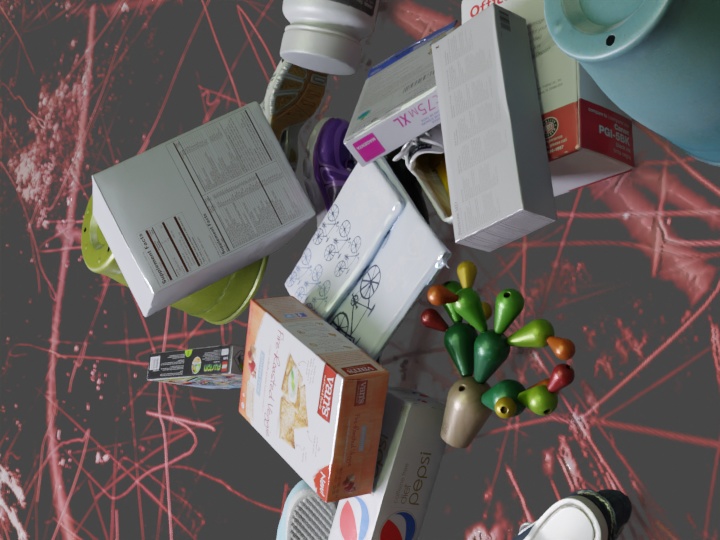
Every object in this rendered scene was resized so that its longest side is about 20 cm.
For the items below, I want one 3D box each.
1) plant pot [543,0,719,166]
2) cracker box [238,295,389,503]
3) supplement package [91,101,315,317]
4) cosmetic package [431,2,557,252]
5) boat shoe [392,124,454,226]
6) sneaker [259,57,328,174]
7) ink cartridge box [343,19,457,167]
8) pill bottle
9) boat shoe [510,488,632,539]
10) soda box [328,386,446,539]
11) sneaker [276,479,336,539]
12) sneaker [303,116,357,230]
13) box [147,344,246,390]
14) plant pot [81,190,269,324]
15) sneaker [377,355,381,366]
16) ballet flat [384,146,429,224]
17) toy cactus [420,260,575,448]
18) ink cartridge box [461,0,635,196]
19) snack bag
[{"bbox_3d":[0.251,-0.199,0.889,0.200,0.187,0.201,-19,65,48],"label":"plant pot"},{"bbox_3d":[-0.053,0.125,1.167,0.200,0.057,0.135,33,121,51],"label":"cracker box"},{"bbox_3d":[-0.186,-0.066,1.318,0.148,0.199,0.191,62,163,2],"label":"supplement package"},{"bbox_3d":[0.117,-0.125,1.020,0.082,0.050,0.201,-25,61,42],"label":"cosmetic package"},{"bbox_3d":[0.073,-0.119,1.183,0.075,0.086,0.203,-47,46,34],"label":"boat shoe"},{"bbox_3d":[-0.108,-0.201,1.459,0.088,0.075,0.201,36,108,51],"label":"sneaker"},{"bbox_3d":[0.053,-0.188,1.192,0.119,0.042,0.200,-28,25,22],"label":"ink cartridge box"},{"bbox_3d":[-0.029,-0.342,1.365,0.113,0.113,0.201,9,86,53],"label":"pill bottle"},{"bbox_3d":[0.155,0.247,0.980,0.075,0.062,0.200,54,132,27],"label":"boat shoe"},{"bbox_3d":[0.027,0.222,1.160,0.068,0.063,0.201,21,97,53],"label":"soda box"},{"bbox_3d":[-0.062,0.322,1.258,0.082,0.073,0.201,-111,34,-79],"label":"sneaker"},{"bbox_3d":[-0.007,-0.080,1.307,0.083,0.080,0.201,-17,75,34],"label":"sneaker"},{"bbox_3d":[-0.165,0.120,1.406,0.199,0.110,0.035,-10,71,52],"label":"box"},{"bbox_3d":[-0.250,-0.043,1.500,0.200,0.192,0.202,-20,64,49],"label":"plant pot"},{"bbox_3d":[-0.006,0.114,1.231,0.072,0.072,0.201,-34,57,39],"label":"sneaker"},{"bbox_3d":[0.040,-0.068,1.253,0.057,0.066,0.201,93,175,-67],"label":"ballet flat"},{"bbox_3d":[0.111,0.094,1.077,0.200,0.102,0.166,42,122,41],"label":"toy cactus"},{"bbox_3d":[0.171,-0.177,1.074,0.146,0.083,0.201,-17,66,49],"label":"ink cartridge box"},{"bbox_3d":[0.000,0.000,1.191,0.189,0.021,0.200,-56,39,21],"label":"snack bag"}]
